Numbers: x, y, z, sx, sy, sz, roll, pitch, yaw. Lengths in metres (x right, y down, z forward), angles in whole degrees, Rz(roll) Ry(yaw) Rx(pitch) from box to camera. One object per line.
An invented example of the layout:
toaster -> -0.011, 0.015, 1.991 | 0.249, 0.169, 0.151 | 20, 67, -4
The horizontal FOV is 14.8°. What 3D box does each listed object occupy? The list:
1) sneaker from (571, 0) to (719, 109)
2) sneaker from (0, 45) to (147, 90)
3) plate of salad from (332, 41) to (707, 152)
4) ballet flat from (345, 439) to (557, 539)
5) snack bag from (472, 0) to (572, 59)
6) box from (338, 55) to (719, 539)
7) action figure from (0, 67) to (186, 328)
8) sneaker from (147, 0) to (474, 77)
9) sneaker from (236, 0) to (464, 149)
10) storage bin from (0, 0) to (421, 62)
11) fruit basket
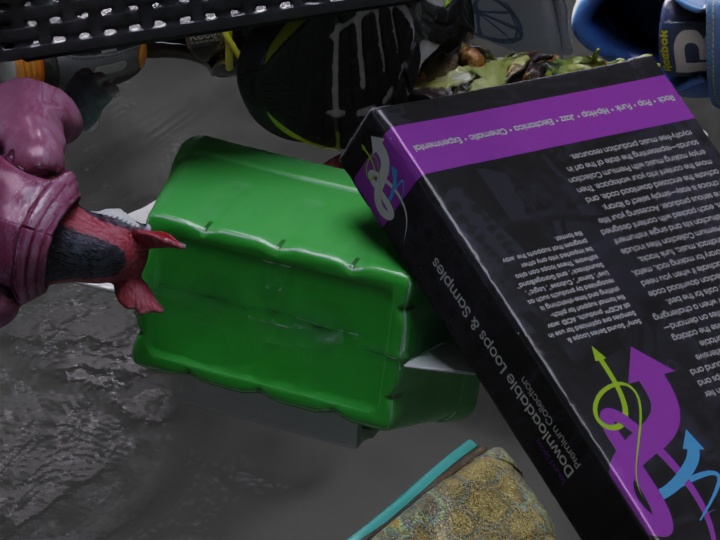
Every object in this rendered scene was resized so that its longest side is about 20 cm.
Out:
sneaker -> 0.188, -0.108, 1.304 | 0.200, 0.074, 0.082 | 16, 31, 36
sneaker -> -0.160, -0.137, 1.308 | 0.077, 0.078, 0.200 | -7, 40, -20
plate of salad -> 0.051, -0.075, 1.199 | 0.199, 0.048, 0.200 | 4, 10, -1
ballet flat -> -0.005, 0.118, 0.867 | 0.071, 0.071, 0.200 | 24, 36, 33
snack bag -> 0.001, -0.171, 1.295 | 0.199, 0.189, 0.021 | 20, 72, 17
box -> 0.099, 0.017, 0.985 | 0.143, 0.036, 0.200 | -12, 60, -39
action figure -> -0.157, -0.032, 0.967 | 0.199, 0.134, 0.149 | 12, -11, 10
sneaker -> -0.033, -0.116, 1.283 | 0.200, 0.075, 0.085 | 7, 33, 46
sneaker -> -0.015, -0.103, 1.123 | 0.081, 0.074, 0.200 | 6, 23, 17
storage bin -> -0.066, -0.151, 1.039 | 0.199, 0.094, 0.135 | -9, 22, -9
fruit basket -> 0.000, 0.000, 1.081 | 0.185, 0.094, 0.200 | 14, 14, 16
